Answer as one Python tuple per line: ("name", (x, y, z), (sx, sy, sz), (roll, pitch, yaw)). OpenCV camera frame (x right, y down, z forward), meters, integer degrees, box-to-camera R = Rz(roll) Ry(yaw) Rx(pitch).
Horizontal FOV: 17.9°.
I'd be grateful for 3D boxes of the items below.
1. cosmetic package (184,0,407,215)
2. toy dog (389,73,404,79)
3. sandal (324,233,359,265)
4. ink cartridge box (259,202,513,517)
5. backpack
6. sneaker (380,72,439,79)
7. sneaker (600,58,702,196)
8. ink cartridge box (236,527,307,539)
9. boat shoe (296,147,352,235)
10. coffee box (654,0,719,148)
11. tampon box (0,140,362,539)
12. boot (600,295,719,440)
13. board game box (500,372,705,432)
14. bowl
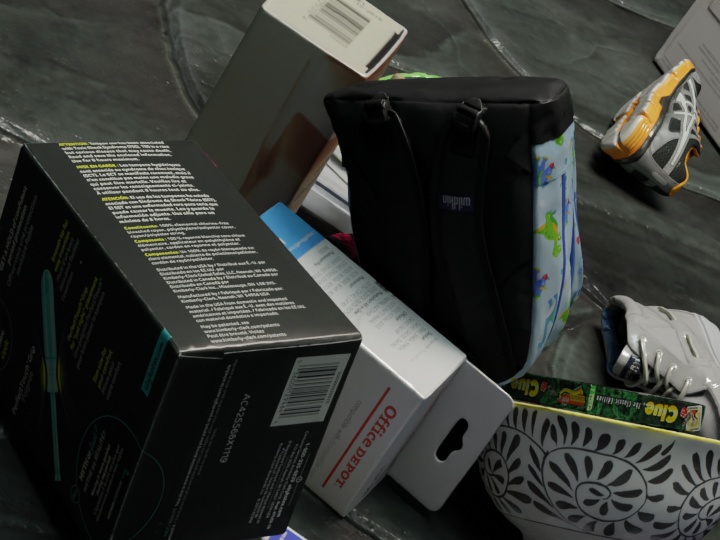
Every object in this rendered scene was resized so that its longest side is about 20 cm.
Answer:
("cosmetic package", (-0.061, -0.094, 1.553), (0.087, 0.201, 0.103), (34, 32, 1))
("toy dog", (0.061, -0.061, 1.717), (0.199, 0.133, 0.096), (22, 8, -1))
("sandal", (0.000, 0.000, 1.563), (0.075, 0.045, 0.200), (39, 9, 8))
("ink cartridge box", (-0.016, 0.068, 1.444), (0.200, 0.116, 0.067), (39, 34, 9))
("backpack", (0.071, -0.024, 1.462), (0.162, 0.202, 0.154), (1, 11, 26))
("sneaker", (0.081, -0.089, 1.807), (0.199, 0.077, 0.084), (28, 26, -8))
("sneaker", (0.274, -0.126, 2.059), (0.077, 0.078, 0.200), (47, 33, -4))
("ink cartridge box", (-0.016, 0.212, 1.322), (0.199, 0.037, 0.095), (32, 29, 2))
("boat shoe", (0.024, -0.037, 1.623), (0.199, 0.067, 0.074), (33, -7, 30))
("coffee box", (0.448, -0.201, 2.197), (0.197, 0.201, 0.200), (8, 39, -38))
("tampon box", (-0.119, 0.041, 1.318), (0.125, 0.151, 0.200), (-3, 38, -37))
("boot", (0.232, 0.091, 1.715), (0.095, 0.074, 0.200), (17, 25, -16))
("board game box", (0.127, 0.081, 1.541), (0.104, 0.024, 0.199), (8, -1, -35))
("bowl", (0.157, 0.145, 1.494), (0.199, 0.095, 0.201), (10, -4, 1))
